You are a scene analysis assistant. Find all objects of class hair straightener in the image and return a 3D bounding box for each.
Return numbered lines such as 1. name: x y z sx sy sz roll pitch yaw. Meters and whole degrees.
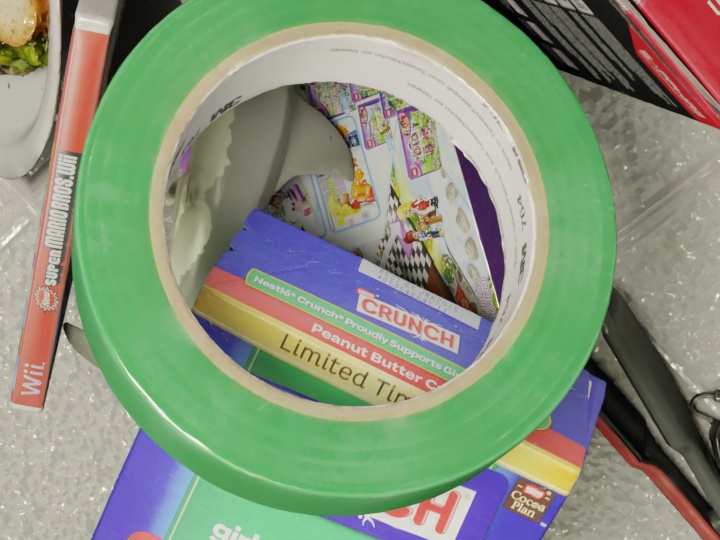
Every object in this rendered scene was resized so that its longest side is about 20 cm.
1. hair straightener: 0.169 0.087 0.912 0.077 0.041 0.201 -30 105 28

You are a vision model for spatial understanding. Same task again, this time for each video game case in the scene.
1. video game case: -0.127 -0.058 0.857 0.017 0.144 0.202 11 123 -7

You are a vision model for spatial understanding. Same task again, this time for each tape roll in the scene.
1. tape roll: -0.007 -0.013 0.707 0.199 0.202 0.048 29 161 -1

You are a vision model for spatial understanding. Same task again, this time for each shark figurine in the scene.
1. shark figurine: -0.049 -0.034 0.830 0.089 0.128 0.217 13 90 -32

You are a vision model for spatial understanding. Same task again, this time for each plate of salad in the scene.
1. plate of salad: -0.177 -0.137 0.825 0.048 0.200 0.202 -14 118 -28

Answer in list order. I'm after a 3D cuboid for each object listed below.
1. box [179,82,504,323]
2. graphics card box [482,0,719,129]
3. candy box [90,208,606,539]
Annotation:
1. box: 0.000 0.000 0.868 0.136 0.039 0.202 -17 85 24
2. graphics card box: 0.070 -0.125 0.702 0.051 0.200 0.125 -47 112 -3
3. candy box: -0.015 0.100 0.809 0.168 0.077 0.201 26 120 -1
